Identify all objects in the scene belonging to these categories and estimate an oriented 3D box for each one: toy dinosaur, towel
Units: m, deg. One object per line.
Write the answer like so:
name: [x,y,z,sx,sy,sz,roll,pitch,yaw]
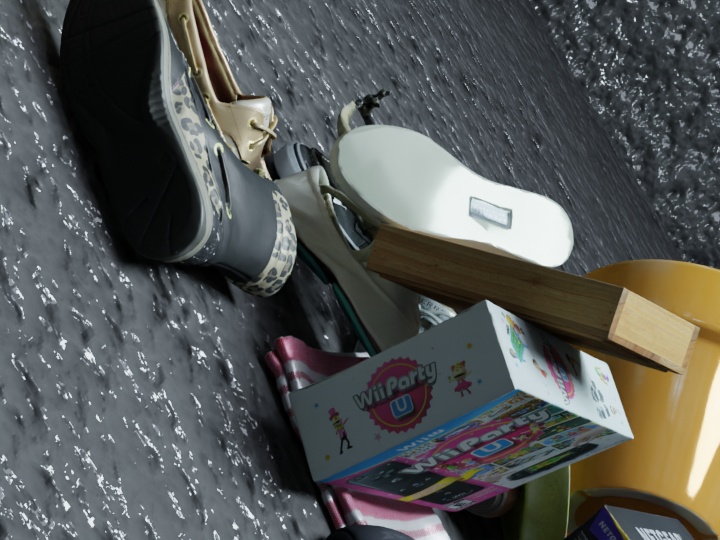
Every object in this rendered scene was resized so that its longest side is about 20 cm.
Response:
toy dinosaur: [0.006,-0.081,1.307,0.088,0.047,0.201,89,-11,-51]
towel: [0.010,0.140,1.167,0.146,0.030,0.201,18,45,-65]

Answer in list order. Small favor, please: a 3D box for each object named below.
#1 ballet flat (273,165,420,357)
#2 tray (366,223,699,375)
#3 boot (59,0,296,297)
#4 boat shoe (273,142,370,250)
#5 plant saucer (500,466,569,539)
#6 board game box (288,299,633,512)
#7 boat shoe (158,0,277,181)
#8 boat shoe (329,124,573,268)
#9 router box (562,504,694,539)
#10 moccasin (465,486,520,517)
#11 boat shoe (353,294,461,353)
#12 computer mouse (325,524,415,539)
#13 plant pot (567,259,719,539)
ballet flat: [0.000,0.000,1.230,0.200,0.069,0.069,53,12,26]
tray: [0.109,0.019,1.133,0.200,0.037,0.098,15,-6,41]
boot: [-0.114,-0.082,1.110,0.154,0.073,0.204,32,37,-63]
boat shoe: [0.008,-0.043,1.390,0.200,0.071,0.072,45,23,-38]
plant saucer: [0.131,0.146,1.362,0.200,0.031,0.201,-179,-90,-86]
board game box: [0.069,0.094,1.122,0.200,0.147,0.065,26,43,-57]
boat shoe: [-0.093,-0.102,1.196,0.200,0.069,0.074,60,15,-8]
boat shoe: [0.055,-0.041,1.229,0.200,0.071,0.070,21,68,-27]
router box: [0.150,0.233,1.190,0.052,0.157,0.200,53,13,23]
moccasin: [0.077,0.102,1.356,0.078,0.074,0.202,15,36,-44]
boat shoe: [0.065,0.019,1.320,0.074,0.065,0.202,35,51,20]
computer mouse: [0.050,0.218,1.009,0.140,0.046,0.200,16,34,-15]
plant pot: [0.234,0.123,1.355,0.200,0.200,0.184,47,49,-37]
